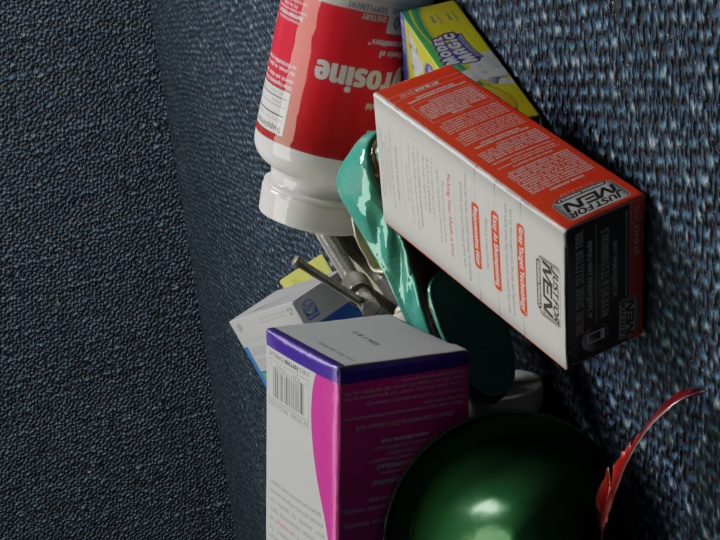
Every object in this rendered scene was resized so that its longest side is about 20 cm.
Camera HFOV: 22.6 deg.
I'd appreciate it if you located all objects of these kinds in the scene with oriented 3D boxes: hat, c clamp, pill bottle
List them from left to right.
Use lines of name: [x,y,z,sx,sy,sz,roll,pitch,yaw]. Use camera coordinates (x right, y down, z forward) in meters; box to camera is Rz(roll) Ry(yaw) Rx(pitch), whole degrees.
pill bottle: [-0.017,-0.133,1.356,0.112,0.112,0.200,-126,46,-65]
c clamp: [0.000,0.000,1.401,0.171,0.027,0.200,39,-171,-23]
hat: [0.110,0.170,1.058,0.176,0.165,0.200,-155,52,-76]

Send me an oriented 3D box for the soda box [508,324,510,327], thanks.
soda box: [0.064,-0.017,1.347,0.200,0.063,0.071,-130,31,-67]

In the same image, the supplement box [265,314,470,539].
supplement box: [0.002,0.140,1.174,0.101,0.103,0.200,24,116,57]

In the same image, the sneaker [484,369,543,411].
sneaker: [0.088,0.133,1.327,0.200,0.074,0.116,-179,84,-77]

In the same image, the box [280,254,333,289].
box: [0.000,0.085,1.650,0.200,0.050,0.075,59,180,-28]

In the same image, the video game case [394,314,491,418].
video game case: [0.035,0.150,1.267,0.182,0.023,0.200,-52,50,34]

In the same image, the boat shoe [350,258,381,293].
boat shoe: [0.021,-0.064,1.494,0.202,0.072,0.060,88,-159,-46]

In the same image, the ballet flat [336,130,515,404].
ballet flat: [0.042,0.001,1.222,0.070,0.067,0.200,-25,90,52]

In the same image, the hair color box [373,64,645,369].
hair color box: [0.087,-0.037,1.088,0.200,0.061,0.102,42,146,46]

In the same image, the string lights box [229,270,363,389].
string lights box: [-0.016,0.108,1.465,0.103,0.059,0.200,-17,104,54]

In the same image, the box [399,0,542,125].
box: [0.080,-0.088,1.235,0.200,0.048,0.117,-120,20,-52]
